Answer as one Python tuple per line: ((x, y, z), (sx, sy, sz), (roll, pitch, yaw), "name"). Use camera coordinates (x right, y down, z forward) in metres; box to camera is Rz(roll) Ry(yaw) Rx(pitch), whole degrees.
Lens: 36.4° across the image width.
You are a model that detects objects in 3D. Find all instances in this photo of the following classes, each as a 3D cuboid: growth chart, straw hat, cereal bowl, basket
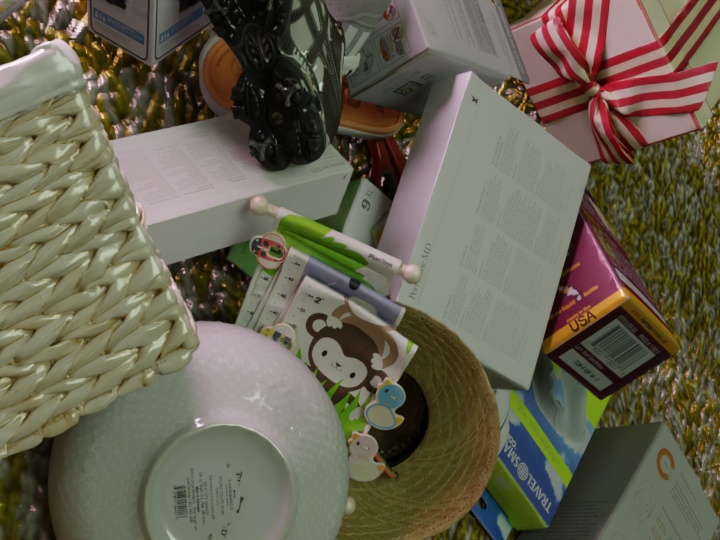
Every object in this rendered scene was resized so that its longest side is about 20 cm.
((-0.032, 0.064, 0.756), (0.018, 0.143, 0.202), (-63, 171, -73), "growth chart")
((0.006, 0.103, 0.813), (0.085, 0.199, 0.203), (-55, 122, -74), "straw hat")
((-0.094, 0.136, 0.688), (0.198, 0.083, 0.203), (-1, 93, -20), "cereal bowl")
((-0.206, -0.004, 0.559), (0.197, 0.200, 0.162), (-28, 107, -11), "basket")

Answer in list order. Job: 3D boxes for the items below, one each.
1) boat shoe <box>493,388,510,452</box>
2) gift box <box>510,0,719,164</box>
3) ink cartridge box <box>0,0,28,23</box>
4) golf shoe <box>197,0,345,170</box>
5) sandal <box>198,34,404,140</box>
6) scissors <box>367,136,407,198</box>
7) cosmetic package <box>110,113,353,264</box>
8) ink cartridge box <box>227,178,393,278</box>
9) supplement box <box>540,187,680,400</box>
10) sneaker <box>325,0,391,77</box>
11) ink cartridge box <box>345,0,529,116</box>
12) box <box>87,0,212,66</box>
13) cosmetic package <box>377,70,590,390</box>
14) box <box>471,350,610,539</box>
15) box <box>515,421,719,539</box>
((0.097, 0.079, 0.927), (0.201, 0.073, 0.066), (-70, 153, -44), "boat shoe")
((0.270, -0.229, 1.093), (0.185, 0.199, 0.187), (55, 51, -12), "gift box")
((-0.248, -0.172, 0.658), (0.200, 0.103, 0.060), (-42, 108, -41), "ink cartridge box")
((-0.057, -0.174, 0.751), (0.094, 0.077, 0.203), (-40, 126, -60), "golf shoe")
((-0.033, -0.154, 0.877), (0.205, 0.059, 0.080), (3, 75, -38), "sandal")
((0.010, -0.124, 0.947), (0.073, 0.014, 0.202), (-39, 107, -41), "scissors")
((-0.108, -0.058, 0.762), (0.199, 0.051, 0.083), (-19, 54, -37), "cosmetic package")
((0.000, 0.000, 0.865), (0.200, 0.059, 0.105), (39, 56, -30), "ink cartridge box")
((0.181, -0.004, 0.956), (0.110, 0.085, 0.201), (37, 25, -44), "supplement box")
((-0.039, -0.254, 0.825), (0.075, 0.116, 0.201), (-17, 66, -51), "sneaker")
((0.043, -0.237, 0.923), (0.175, 0.083, 0.202), (4, 65, -54), "ink cartridge box")
((-0.124, -0.253, 0.733), (0.060, 0.201, 0.117), (31, 48, 15), "box")
((0.093, -0.028, 0.855), (0.150, 0.051, 0.202), (31, 69, -34), "cosmetic package")
((0.152, 0.135, 0.995), (0.122, 0.047, 0.201), (53, 50, -20), "box")
((0.230, 0.253, 1.003), (0.200, 0.097, 0.125), (-45, 110, -39), "box")
